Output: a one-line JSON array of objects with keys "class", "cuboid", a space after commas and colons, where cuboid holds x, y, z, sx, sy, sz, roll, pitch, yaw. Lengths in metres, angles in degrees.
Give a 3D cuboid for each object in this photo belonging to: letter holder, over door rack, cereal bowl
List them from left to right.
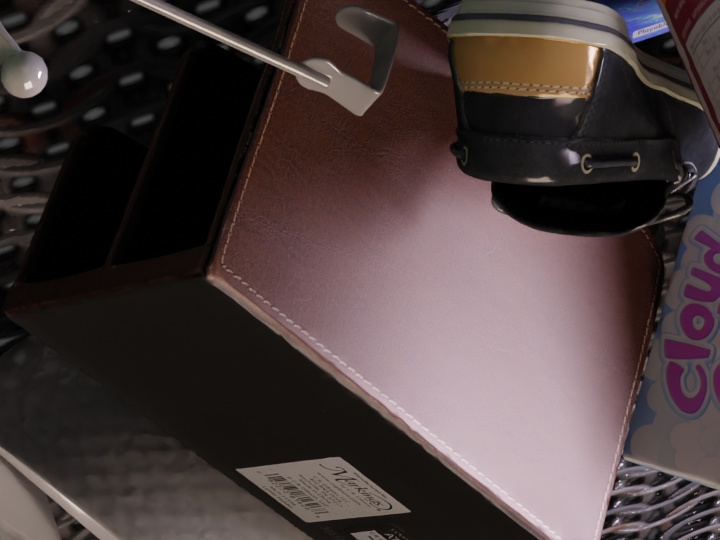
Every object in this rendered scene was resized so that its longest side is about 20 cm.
[{"class": "cereal bowl", "cuboid": [-0.057, 0.085, 1.115, 0.083, 0.200, 0.200, -52, 158, -9]}, {"class": "over door rack", "cuboid": [-0.039, -0.105, 0.787, 0.199, 0.067, 0.148, 14, 143, -29]}, {"class": "letter holder", "cuboid": [0.000, 0.000, 0.994, 0.100, 0.143, 0.200, -11, 141, 43]}]

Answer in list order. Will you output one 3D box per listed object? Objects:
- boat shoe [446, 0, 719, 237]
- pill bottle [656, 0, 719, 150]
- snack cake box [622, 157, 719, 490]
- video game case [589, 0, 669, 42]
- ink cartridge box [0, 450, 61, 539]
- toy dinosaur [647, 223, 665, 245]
[{"class": "boat shoe", "cuboid": [0.071, -0.041, 0.928, 0.074, 0.063, 0.200, 3, 174, 17]}, {"class": "pill bottle", "cuboid": [0.170, -0.033, 0.883, 0.109, 0.201, 0.110, -17, 158, -7]}, {"class": "snack cake box", "cuboid": [0.175, -0.012, 1.061, 0.067, 0.201, 0.115, 14, 178, 33]}, {"class": "video game case", "cuboid": [0.129, -0.146, 0.916, 0.199, 0.046, 0.181, -19, 156, -3]}, {"class": "ink cartridge box", "cuboid": [-0.232, 0.128, 1.162, 0.199, 0.084, 0.146, -24, 157, 8]}, {"class": "toy dinosaur", "cuboid": [0.011, -0.018, 1.088, 0.199, 0.077, 0.103, -6, 141, -17]}]
